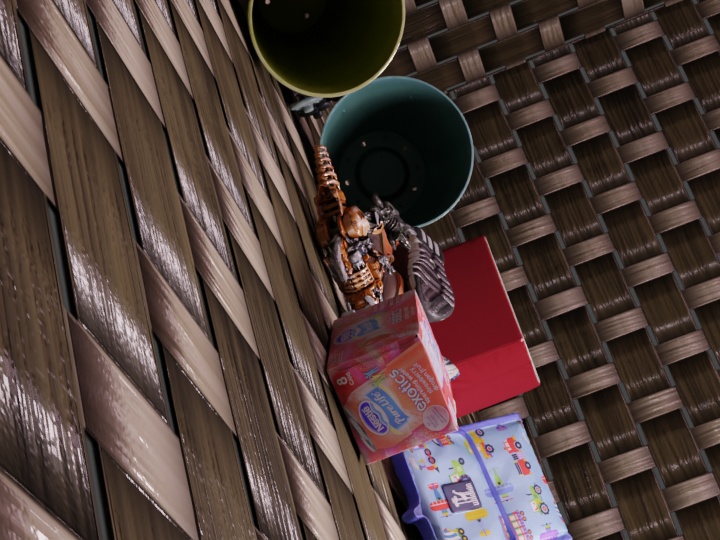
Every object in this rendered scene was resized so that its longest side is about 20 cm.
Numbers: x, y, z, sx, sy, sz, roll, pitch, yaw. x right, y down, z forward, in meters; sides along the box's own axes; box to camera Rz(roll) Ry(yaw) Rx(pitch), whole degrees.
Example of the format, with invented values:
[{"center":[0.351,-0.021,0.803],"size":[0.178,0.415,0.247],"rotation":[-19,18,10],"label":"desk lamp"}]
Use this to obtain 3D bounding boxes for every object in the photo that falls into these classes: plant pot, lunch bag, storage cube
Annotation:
[{"center":[0.039,-0.141,2.032],"size":[0.161,0.199,0.202],"rotation":[129,-59,-81],"label":"plant pot"},{"center":[-0.063,-0.317,1.845],"size":[0.188,0.186,0.200],"rotation":[67,-8,-20],"label":"plant pot"},{"center":[0.108,0.243,1.607],"size":[0.199,0.094,0.151],"rotation":[-1,63,-49],"label":"lunch bag"},{"center":[0.131,0.090,2.126],"size":[0.171,0.179,0.201],"rotation":[61,9,-60],"label":"storage cube"}]

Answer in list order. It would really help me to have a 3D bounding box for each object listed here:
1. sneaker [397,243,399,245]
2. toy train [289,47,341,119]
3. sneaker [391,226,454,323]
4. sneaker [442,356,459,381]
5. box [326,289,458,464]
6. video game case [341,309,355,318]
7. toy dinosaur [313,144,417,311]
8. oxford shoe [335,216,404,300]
[{"center":[0.054,-0.036,2.437],"size":[0.200,0.075,0.079],"rotation":[37,36,-78],"label":"sneaker"},{"center":[-0.044,-0.256,2.003],"size":[0.200,0.113,0.086],"rotation":[-17,86,-85],"label":"toy train"},{"center":[0.050,0.034,1.882],"size":[0.076,0.115,0.200],"rotation":[45,18,-17],"label":"sneaker"},{"center":[0.061,0.099,1.736],"size":[0.200,0.077,0.086],"rotation":[0,65,-85],"label":"sneaker"},{"center":[0.030,0.097,1.474],"size":[0.200,0.094,0.103],"rotation":[-88,157,-78],"label":"box"},{"center":[0.029,0.152,1.695],"size":[0.200,0.018,0.144],"rotation":[63,8,-53],"label":"video game case"},{"center":[-0.006,-0.040,1.716],"size":[0.136,0.102,0.201],"rotation":[-9,100,-68],"label":"toy dinosaur"},{"center":[0.000,0.000,1.829],"size":[0.073,0.071,0.200],"rotation":[39,20,-28],"label":"oxford shoe"}]
